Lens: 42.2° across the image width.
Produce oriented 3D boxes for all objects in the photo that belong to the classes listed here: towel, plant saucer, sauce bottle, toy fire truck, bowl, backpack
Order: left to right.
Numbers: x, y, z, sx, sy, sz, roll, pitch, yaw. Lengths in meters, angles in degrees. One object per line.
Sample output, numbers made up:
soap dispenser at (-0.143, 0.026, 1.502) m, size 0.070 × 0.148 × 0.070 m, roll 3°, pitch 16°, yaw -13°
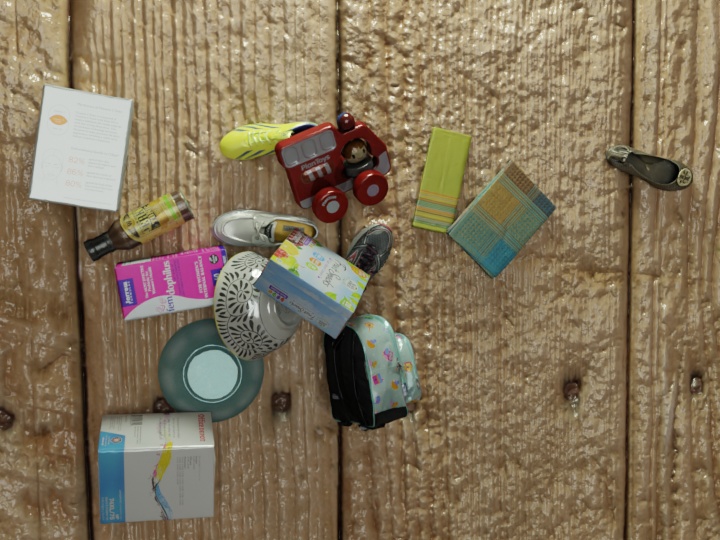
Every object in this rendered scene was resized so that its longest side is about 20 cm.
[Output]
sauce bottle at (-0.403, -0.077, 1.697) m, size 0.200 × 0.065 × 0.065 m, roll -29°, pitch 100°, yaw -9°
plant saucer at (-0.279, 0.192, 1.757) m, size 0.201 × 0.039 × 0.201 m, roll -1°, pitch 95°, yaw -13°
bowl at (-0.164, 0.062, 1.688) m, size 0.201 × 0.094 × 0.201 m, roll 11°, pitch 77°, yaw -56°
toy fire truck at (-0.044, -0.197, 1.710) m, size 0.200 × 0.112 × 0.168 m, roll -25°, pitch 129°, yaw -10°
backpack at (0.015, 0.180, 1.754) m, size 0.153 × 0.176 × 0.200 m, roll -19°, pitch 97°, yaw -27°
towel at (0.159, -0.176, 1.839) m, size 0.086 × 0.018 × 0.200 m, roll 12°, pitch 91°, yaw -18°
towel at (0.282, -0.100, 1.862) m, size 0.147 × 0.022 × 0.200 m, roll 44°, pitch 83°, yaw -18°

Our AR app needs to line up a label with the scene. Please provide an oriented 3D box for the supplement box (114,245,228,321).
supplement box at (-0.338, 0.022, 1.701) m, size 0.200 × 0.103 × 0.101 m, roll -10°, pitch 98°, yaw -10°

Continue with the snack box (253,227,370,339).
snack box at (-0.080, 0.018, 1.638) m, size 0.169 × 0.200 × 0.068 m, roll 33°, pitch 111°, yaw -2°

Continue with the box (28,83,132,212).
box at (-0.489, -0.212, 1.647) m, size 0.152 × 0.106 × 0.200 m, roll 9°, pitch 92°, yaw -12°

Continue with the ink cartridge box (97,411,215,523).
ink cartridge box at (-0.365, 0.351, 1.684) m, size 0.200 × 0.147 × 0.146 m, roll 0°, pitch 106°, yaw -12°

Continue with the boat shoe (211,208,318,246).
boat shoe at (-0.175, -0.075, 1.744) m, size 0.200 × 0.070 × 0.071 m, roll 5°, pitch 93°, yaw -13°

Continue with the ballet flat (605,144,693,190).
ballet flat at (0.598, -0.211, 1.914) m, size 0.200 × 0.046 × 0.067 m, roll 19°, pitch 91°, yaw -13°

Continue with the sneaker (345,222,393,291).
sneaker at (0.000, 0.000, 1.786) m, size 0.081 × 0.075 × 0.200 m, roll 35°, pitch 86°, yaw -13°

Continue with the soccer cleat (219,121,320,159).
soccer cleat at (-0.160, -0.244, 1.727) m, size 0.200 × 0.084 × 0.065 m, roll -7°, pitch 95°, yaw -12°
